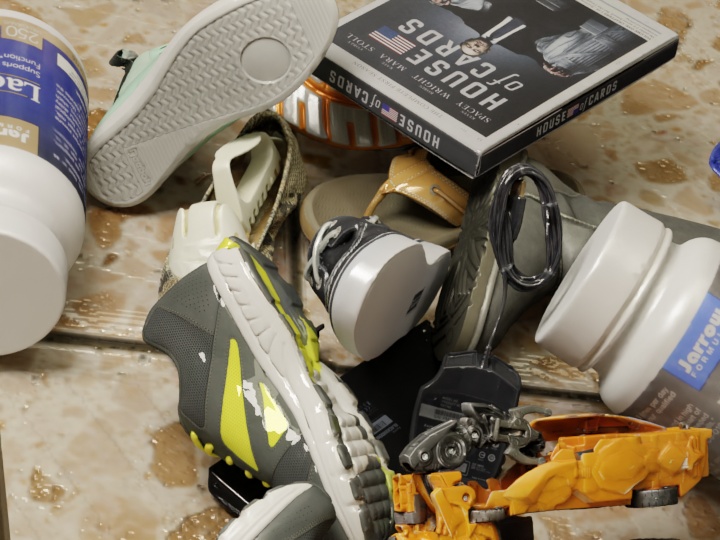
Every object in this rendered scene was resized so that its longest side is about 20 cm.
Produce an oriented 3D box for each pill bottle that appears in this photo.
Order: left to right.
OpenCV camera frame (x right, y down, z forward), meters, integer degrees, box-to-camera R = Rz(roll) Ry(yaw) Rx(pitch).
[{"bbox_3d":[-0.215,-0.051,1.601,0.115,0.116,0.201,5,40,-10],"label":"pill bottle"},{"bbox_3d":[0.206,0.053,1.560,0.199,0.114,0.114,32,40,-3],"label":"pill bottle"}]

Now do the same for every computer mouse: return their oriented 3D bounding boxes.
[{"bbox_3d":[0.070,0.039,1.545,0.058,0.201,0.034,17,0,-4],"label":"computer mouse"}]

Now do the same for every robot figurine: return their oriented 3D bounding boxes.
[{"bbox_3d":[0.098,0.140,1.466,0.199,0.146,0.058,-3,-1,-27],"label":"robot figurine"}]

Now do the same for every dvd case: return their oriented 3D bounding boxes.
[{"bbox_3d":[0.081,-0.137,1.720,0.150,0.025,0.200,33,44,28],"label":"dvd case"}]

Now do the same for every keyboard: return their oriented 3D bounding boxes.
[{"bbox_3d":[-0.015,0.082,1.576,0.127,0.021,0.200,39,44,20],"label":"keyboard"}]

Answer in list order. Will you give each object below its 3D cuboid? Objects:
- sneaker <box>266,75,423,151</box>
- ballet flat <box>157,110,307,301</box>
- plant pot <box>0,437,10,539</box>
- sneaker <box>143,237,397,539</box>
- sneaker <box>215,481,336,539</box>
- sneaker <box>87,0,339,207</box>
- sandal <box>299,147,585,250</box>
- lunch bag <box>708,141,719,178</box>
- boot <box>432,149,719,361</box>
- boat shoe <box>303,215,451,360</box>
[{"bbox_3d":[0.028,-0.106,1.772,0.199,0.077,0.079,8,80,-2],"label":"sneaker"},{"bbox_3d":[-0.079,-0.029,1.643,0.067,0.076,0.200,4,38,14],"label":"ballet flat"},{"bbox_3d":[-0.281,0.178,1.262,0.176,0.201,0.200,14,38,18],"label":"plant pot"},{"bbox_3d":[-0.048,0.084,1.492,0.201,0.084,0.074,64,16,18],"label":"sneaker"},{"bbox_3d":[-0.063,0.195,1.379,0.084,0.075,0.200,34,64,7],"label":"sneaker"},{"bbox_3d":[-0.090,-0.133,1.689,0.074,0.200,0.118,44,28,-19],"label":"sneaker"},{"bbox_3d":[0.054,-0.048,1.721,0.199,0.054,0.080,-6,43,-23],"label":"sandal"},{"bbox_3d":[0.356,-0.057,1.775,0.170,0.128,0.200,-21,63,-38],"label":"lunch bag"},{"bbox_3d":[0.153,0.019,1.656,0.199,0.073,0.182,28,53,-11],"label":"boot"},{"bbox_3d":[0.000,0.000,1.552,0.068,0.072,0.200,26,10,9],"label":"boat shoe"}]
